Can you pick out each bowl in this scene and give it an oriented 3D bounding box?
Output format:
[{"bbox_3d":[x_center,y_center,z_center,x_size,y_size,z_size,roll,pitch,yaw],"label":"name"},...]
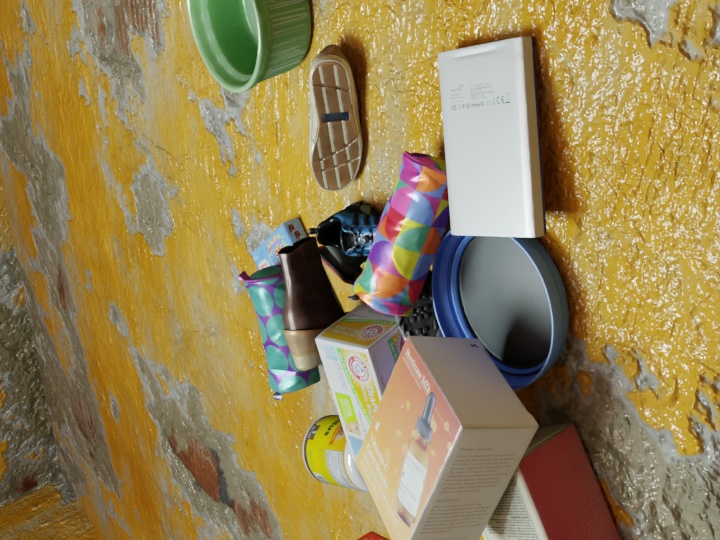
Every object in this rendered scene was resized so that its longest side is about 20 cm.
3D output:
[{"bbox_3d":[0.163,0.038,1.116,0.199,0.039,0.205,27,125,46],"label":"bowl"}]

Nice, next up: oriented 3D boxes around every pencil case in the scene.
[{"bbox_3d":[0.054,-0.043,1.146,0.088,0.087,0.203,38,112,38],"label":"pencil case"},{"bbox_3d":[-0.126,0.094,1.498,0.091,0.085,0.204,-4,109,26],"label":"pencil case"}]

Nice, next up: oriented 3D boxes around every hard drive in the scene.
[{"bbox_3d":[0.141,-0.140,1.030,0.131,0.025,0.205,5,103,53],"label":"hard drive"}]

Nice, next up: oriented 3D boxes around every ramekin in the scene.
[{"bbox_3d":[-0.153,-0.358,1.316,0.199,0.096,0.204,34,135,42],"label":"ramekin"}]

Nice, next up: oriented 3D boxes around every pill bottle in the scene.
[{"bbox_3d":[-0.002,0.283,1.472,0.199,0.108,0.111,-10,101,58],"label":"pill bottle"}]

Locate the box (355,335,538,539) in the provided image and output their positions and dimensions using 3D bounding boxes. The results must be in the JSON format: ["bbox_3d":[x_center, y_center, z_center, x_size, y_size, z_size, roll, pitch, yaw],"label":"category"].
[{"bbox_3d":[0.092,0.202,1.098,0.153,0.104,0.203,58,136,48],"label":"box"}]

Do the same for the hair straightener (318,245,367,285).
[{"bbox_3d":[0.000,0.000,1.353,0.201,0.040,0.078,50,145,36],"label":"hair straightener"}]

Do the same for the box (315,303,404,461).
[{"bbox_3d":[0.032,0.161,1.295,0.111,0.101,0.204,6,120,47],"label":"box"}]

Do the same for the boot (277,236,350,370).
[{"bbox_3d":[-0.050,0.034,1.345,0.071,0.199,0.170,-3,100,25],"label":"boot"}]

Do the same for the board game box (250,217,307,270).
[{"bbox_3d":[-0.099,0.035,1.535,0.203,0.036,0.151,64,149,4],"label":"board game box"}]

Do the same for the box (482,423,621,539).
[{"bbox_3d":[0.220,0.301,1.139,0.127,0.108,0.204,-22,91,58],"label":"box"}]

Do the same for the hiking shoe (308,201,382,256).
[{"bbox_3d":[0.018,-0.040,1.260,0.198,0.086,0.076,12,119,54],"label":"hiking shoe"}]

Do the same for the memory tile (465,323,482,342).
[{"bbox_3d":[0.103,0.110,1.291,0.154,0.017,0.202,48,143,30],"label":"memory tile"}]

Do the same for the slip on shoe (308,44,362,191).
[{"bbox_3d":[-0.037,-0.204,1.275,0.061,0.074,0.203,-88,-7,-52],"label":"slip on shoe"}]

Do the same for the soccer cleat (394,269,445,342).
[{"bbox_3d":[0.088,0.091,1.231,0.073,0.067,0.204,48,-154,-84],"label":"soccer cleat"}]

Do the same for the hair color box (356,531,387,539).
[{"bbox_3d":[0.061,0.515,1.565,0.198,0.060,0.104,4,112,55],"label":"hair color box"}]
